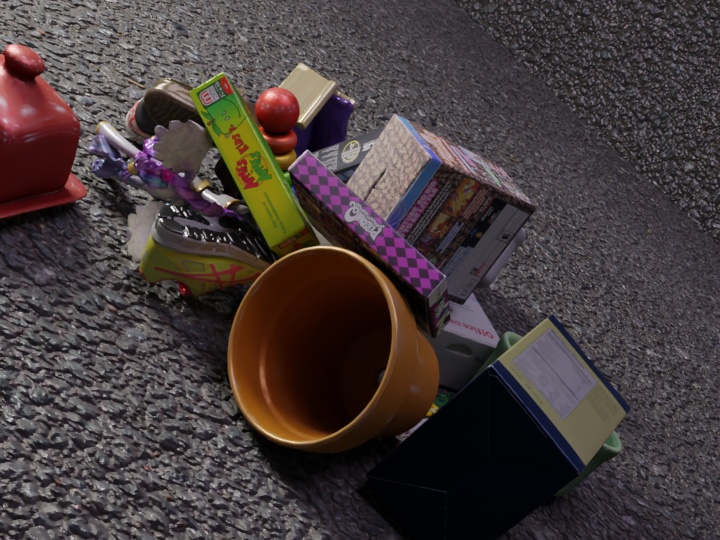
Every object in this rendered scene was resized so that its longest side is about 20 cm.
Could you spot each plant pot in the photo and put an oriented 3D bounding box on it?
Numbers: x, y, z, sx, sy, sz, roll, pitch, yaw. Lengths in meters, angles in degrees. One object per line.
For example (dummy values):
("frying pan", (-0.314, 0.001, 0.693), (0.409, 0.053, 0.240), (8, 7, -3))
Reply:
("plant pot", (-0.009, 0.097, 1.231), (0.201, 0.200, 0.183), (51, 12, 31))

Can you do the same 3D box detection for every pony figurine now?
("pony figurine", (-0.222, -0.103, 1.360), (0.199, 0.169, 0.192), (31, 10, 28))

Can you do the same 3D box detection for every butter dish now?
("butter dish", (-0.378, -0.168, 1.228), (0.199, 0.149, 0.200), (42, 23, 10))

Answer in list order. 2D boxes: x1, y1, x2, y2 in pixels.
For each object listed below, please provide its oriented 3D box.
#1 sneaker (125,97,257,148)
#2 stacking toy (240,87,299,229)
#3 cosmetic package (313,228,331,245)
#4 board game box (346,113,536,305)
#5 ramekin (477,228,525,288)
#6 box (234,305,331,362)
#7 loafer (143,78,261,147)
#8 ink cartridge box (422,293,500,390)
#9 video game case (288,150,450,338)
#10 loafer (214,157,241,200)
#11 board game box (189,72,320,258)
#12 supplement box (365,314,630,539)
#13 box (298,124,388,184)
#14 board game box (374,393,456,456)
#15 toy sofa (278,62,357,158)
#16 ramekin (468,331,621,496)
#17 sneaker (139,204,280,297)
("sneaker", (-0.208, -0.191, 1.538), (0.198, 0.069, 0.108), (3, -3, -26))
("stacking toy", (-0.108, -0.124, 1.433), (0.084, 0.203, 0.086), (5, 28, -3))
("cosmetic package", (0.000, 0.000, 1.475), (0.103, 0.073, 0.201), (21, 25, -37))
("board game box", (0.085, -0.070, 1.429), (0.198, 0.160, 0.097), (20, 25, -41))
("ramekin", (0.135, -0.059, 1.731), (0.199, 0.099, 0.201), (32, -8, 5))
("box", (-0.071, 0.044, 1.416), (0.120, 0.033, 0.200), (36, 23, -3))
("loafer", (-0.179, -0.194, 1.453), (0.198, 0.075, 0.069), (23, 59, -38))
("ink cartridge box", (0.084, 0.053, 1.551), (0.144, 0.088, 0.201), (19, 27, -35))
("video game case", (0.013, -0.023, 1.252), (0.200, 0.036, 0.182), (43, -7, 16))
("loafer", (-0.110, -0.098, 1.597), (0.198, 0.073, 0.072), (14, 43, -36))
("board game box", (-0.118, -0.114, 1.329), (0.202, 0.047, 0.102), (62, 2, 11))
("supplement box", (0.148, 0.178, 1.230), (0.135, 0.200, 0.199), (50, 29, 8))
("box", (0.013, -0.113, 1.531), (0.160, 0.198, 0.050), (31, 55, -43))
("board game box", (0.083, 0.191, 1.377), (0.199, 0.024, 0.105), (4, 37, -52))
("toy sofa", (-0.074, -0.183, 1.627), (0.097, 0.201, 0.083), (35, 66, 9))
("ramekin", (0.218, 0.181, 1.450), (0.199, 0.098, 0.200), (40, 13, -11))
("sneaker", (-0.165, -0.009, 1.309), (0.198, 0.091, 0.078), (17, 26, -43))
